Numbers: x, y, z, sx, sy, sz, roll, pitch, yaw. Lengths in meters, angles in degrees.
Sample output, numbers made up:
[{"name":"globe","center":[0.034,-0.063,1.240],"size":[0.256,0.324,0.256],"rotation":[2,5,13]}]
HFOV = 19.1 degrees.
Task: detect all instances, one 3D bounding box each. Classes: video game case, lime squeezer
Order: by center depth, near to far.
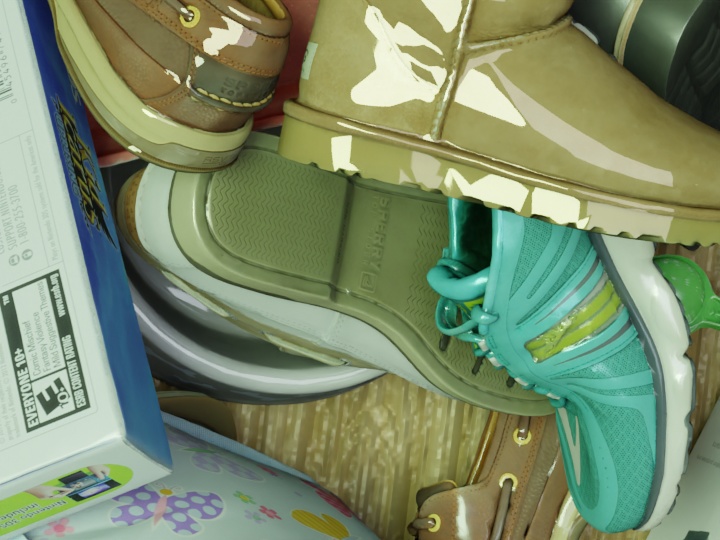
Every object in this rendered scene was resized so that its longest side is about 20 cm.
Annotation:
[{"name":"video game case","center":[-0.171,0.007,0.717],"size":[0.181,0.045,0.200],"rotation":[-22,63,10]},{"name":"lime squeezer","center":[0.116,-0.004,0.853],"size":[0.200,0.071,0.038],"rotation":[30,54,-14]}]

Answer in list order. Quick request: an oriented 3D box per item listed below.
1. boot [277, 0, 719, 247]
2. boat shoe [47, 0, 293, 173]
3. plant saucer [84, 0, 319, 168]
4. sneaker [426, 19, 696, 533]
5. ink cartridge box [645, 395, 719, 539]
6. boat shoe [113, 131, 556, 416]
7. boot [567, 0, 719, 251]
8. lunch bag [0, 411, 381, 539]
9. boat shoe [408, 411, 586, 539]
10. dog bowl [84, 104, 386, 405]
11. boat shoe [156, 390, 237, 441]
[{"name":"boot","center":[0.070,-0.116,0.664],"size":[0.175,0.066,0.200],"rotation":[11,100,-7]},{"name":"boat shoe","center":[-0.085,-0.126,0.710],"size":[0.072,0.068,0.200],"rotation":[-9,58,-49]},{"name":"plant saucer","center":[-0.079,-0.141,0.783],"size":[0.199,0.037,0.200],"rotation":[-13,85,6]},{"name":"sneaker","center":[0.062,0.007,0.763],"size":[0.080,0.077,0.200],"rotation":[-25,110,-19]},{"name":"ink cartridge box","center":[0.189,0.157,0.904],"size":[0.146,0.084,0.200],"rotation":[28,87,-14]},{"name":"boat shoe","center":[0.000,0.000,0.793],"size":[0.200,0.068,0.075],"rotation":[28,72,-35]},{"name":"boot","center":[0.090,-0.091,0.848],"size":[0.138,0.200,0.078],"rotation":[31,76,23]},{"name":"lunch bag","center":[-0.059,0.134,0.758],"size":[0.200,0.170,0.127],"rotation":[32,94,-44]},{"name":"boat shoe","center":[0.050,0.112,0.871],"size":[0.067,0.072,0.200],"rotation":[27,81,-4]},{"name":"dog bowl","center":[-0.030,-0.041,0.849],"size":[0.200,0.059,0.200],"rotation":[-1,95,-13]},{"name":"boat shoe","center":[-0.144,0.084,0.825],"size":[0.200,0.065,0.073],"rotation":[-16,120,-30]}]
